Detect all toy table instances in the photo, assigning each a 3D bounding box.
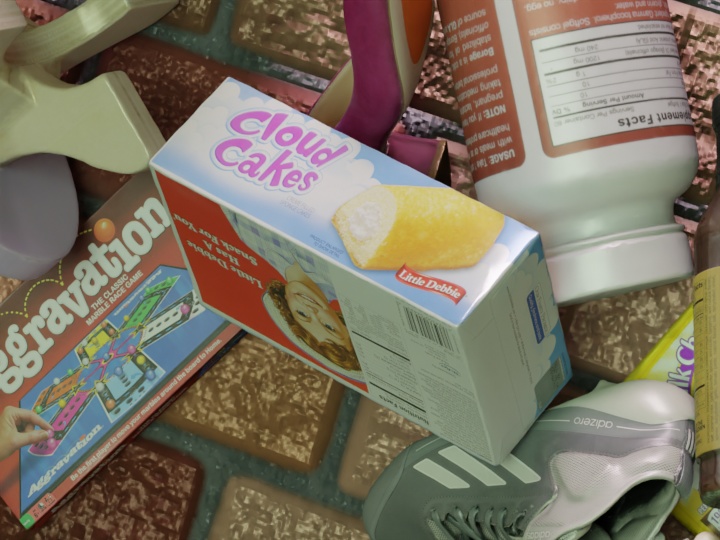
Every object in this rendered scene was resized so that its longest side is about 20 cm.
[{"bbox_3d":[-0.185,-0.109,1.494,0.117,0.184,0.200,-37,91,31],"label":"toy table"}]

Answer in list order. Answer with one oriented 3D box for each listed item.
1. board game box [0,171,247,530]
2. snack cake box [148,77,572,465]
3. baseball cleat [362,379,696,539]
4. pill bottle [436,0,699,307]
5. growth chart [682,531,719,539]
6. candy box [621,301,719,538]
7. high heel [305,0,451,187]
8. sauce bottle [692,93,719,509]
[{"bbox_3d":[-0.137,0.035,1.551,0.200,0.019,0.103,-43,77,14],"label":"board game box"},{"bbox_3d":[0.000,0.000,1.416,0.199,0.115,0.067,28,64,31],"label":"snack cake box"},{"bbox_3d":[0.075,0.116,1.419,0.199,0.107,0.070,-28,120,33],"label":"baseball cleat"},{"bbox_3d":[0.102,-0.087,1.420,0.112,0.112,0.201,-12,86,18],"label":"pill bottle"},{"bbox_3d":[0.161,0.226,1.362,0.145,0.018,0.201,-41,69,28],"label":"growth chart"},{"bbox_3d":[0.210,0.038,1.429,0.102,0.026,0.200,43,103,18],"label":"candy box"},{"bbox_3d":[-0.011,-0.101,1.434,0.095,0.200,0.068,7,54,16],"label":"high heel"},{"bbox_3d":[0.190,0.012,1.382,0.064,0.065,0.201,-3,73,19],"label":"sauce bottle"}]
